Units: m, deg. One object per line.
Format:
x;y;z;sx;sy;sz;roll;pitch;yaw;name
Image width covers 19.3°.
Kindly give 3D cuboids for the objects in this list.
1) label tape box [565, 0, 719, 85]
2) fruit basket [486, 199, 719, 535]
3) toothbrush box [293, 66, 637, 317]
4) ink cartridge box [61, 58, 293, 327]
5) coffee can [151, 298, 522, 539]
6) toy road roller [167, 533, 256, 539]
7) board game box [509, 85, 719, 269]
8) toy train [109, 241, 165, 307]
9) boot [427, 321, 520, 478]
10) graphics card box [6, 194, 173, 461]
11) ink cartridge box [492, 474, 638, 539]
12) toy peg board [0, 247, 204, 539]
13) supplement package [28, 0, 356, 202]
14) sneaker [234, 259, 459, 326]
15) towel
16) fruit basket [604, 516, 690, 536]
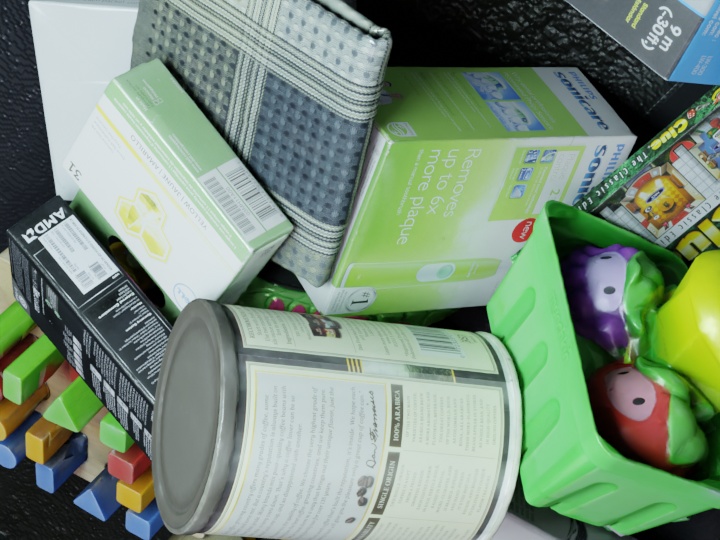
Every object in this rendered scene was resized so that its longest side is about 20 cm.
0.210;-0.199;1.307;0.200;0.066;0.143;43;127;20;label tape box
0.194;0.045;1.322;0.155;0.216;0.216;21;131;-33;fruit basket
0.061;-0.054;1.404;0.086;0.200;0.146;54;135;38;toothbrush box
-0.138;-0.026;1.396;0.146;0.048;0.200;50;139;8;ink cartridge box
-0.017;0.101;1.342;0.200;0.147;0.147;7;127;-21;coffee can
-0.152;0.301;1.737;0.146;0.123;0.200;2;121;31;toy road roller
0.207;-0.040;1.409;0.200;0.023;0.105;-41;130;14;board game box
-0.132;0.028;1.595;0.150;0.056;0.200;48;137;-5;toy train
0.031;0.138;1.625;0.200;0.069;0.188;-27;116;38;boot
-0.167;0.054;1.468;0.200;0.051;0.126;47;161;14;graphics card box
0.129;0.247;1.547;0.200;0.084;0.145;30;110;-7;ink cartridge box
-0.217;0.117;1.617;0.200;0.098;0.199;25;134;20;toy peg board
-0.109;-0.132;1.465;0.199;0.111;0.156;6;121;15;supplement package
0.000;0.000;1.488;0.077;0.200;0.084;-20;70;48;sneaker
-0.071;-0.114;1.342;0.200;0.035;0.193;35;130;26;towel
0.226;0.108;1.480;0.200;0.094;0.185;-24;142;25;fruit basket
